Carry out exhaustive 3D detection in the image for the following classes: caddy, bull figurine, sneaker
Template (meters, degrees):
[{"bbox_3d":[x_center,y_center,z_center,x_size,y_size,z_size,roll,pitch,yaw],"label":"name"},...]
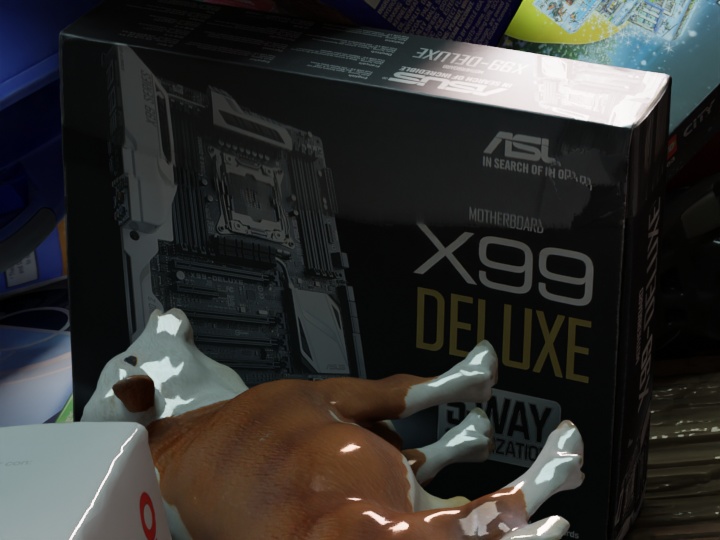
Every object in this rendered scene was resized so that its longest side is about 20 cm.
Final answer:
[{"bbox_3d":[-0.156,-0.040,0.965,0.200,0.105,0.141,-34,-10,-38],"label":"caddy"},{"bbox_3d":[-0.005,0.067,0.807,0.121,0.065,0.200,-18,31,-13],"label":"bull figurine"},{"bbox_3d":[0.109,-0.004,1.035,0.199,0.076,0.079,-15,19,-8],"label":"sneaker"}]

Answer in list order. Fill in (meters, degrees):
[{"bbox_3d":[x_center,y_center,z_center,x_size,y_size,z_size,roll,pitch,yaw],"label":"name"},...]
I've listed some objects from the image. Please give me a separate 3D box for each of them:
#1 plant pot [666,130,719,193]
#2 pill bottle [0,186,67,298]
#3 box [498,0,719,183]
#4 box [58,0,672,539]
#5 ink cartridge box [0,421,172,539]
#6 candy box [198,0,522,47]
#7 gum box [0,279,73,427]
[{"bbox_3d":[0.136,-0.094,1.118,0.177,0.201,0.200,6,26,18],"label":"plant pot"},{"bbox_3d":[-0.207,-0.027,1.097,0.199,0.112,0.112,-17,21,-12],"label":"pill bottle"},{"bbox_3d":[0.120,-0.139,1.024,0.137,0.038,0.200,41,77,21],"label":"box"},{"bbox_3d":[0.000,0.000,0.916,0.199,0.158,0.050,11,29,19],"label":"box"},{"bbox_3d":[-0.098,0.144,0.677,0.084,0.146,0.200,-6,23,14],"label":"ink cartridge box"},{"bbox_3d":[-0.058,-0.146,0.934,0.169,0.200,0.077,22,81,42],"label":"candy box"},{"bbox_3d":[-0.147,0.056,1.068,0.200,0.045,0.170,3,26,37],"label":"gum box"}]
